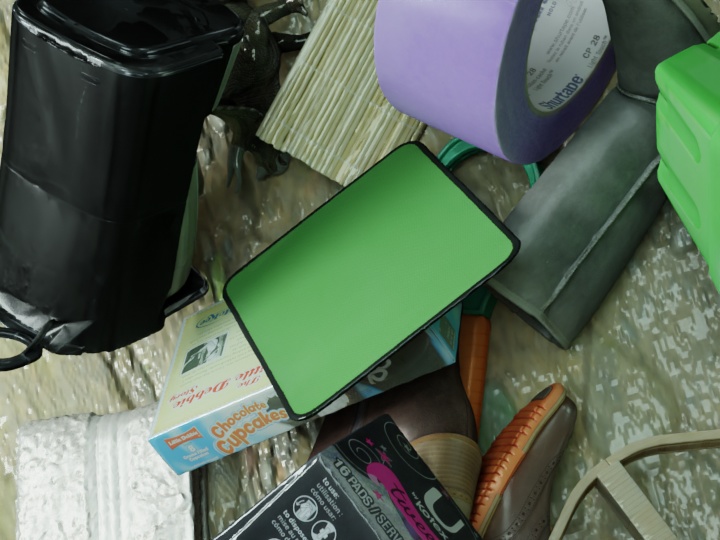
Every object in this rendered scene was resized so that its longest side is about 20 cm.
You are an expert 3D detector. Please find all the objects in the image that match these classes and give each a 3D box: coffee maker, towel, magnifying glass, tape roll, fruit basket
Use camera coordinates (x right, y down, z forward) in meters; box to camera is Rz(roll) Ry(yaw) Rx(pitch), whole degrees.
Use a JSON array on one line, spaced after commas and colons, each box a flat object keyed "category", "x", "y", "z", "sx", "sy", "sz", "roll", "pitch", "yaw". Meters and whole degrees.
[{"category": "coffee maker", "x": -0.157, "y": -0.059, "z": 1.069, "sx": 0.134, "sy": 0.192, "sz": 0.201, "roll": 15, "pitch": 121, "yaw": 5}, {"category": "towel", "x": -0.161, "y": 0.185, "z": 1.128, "sx": 0.132, "sy": 0.034, "sz": 0.201, "roll": -9, "pitch": 73, "yaw": 16}, {"category": "magnifying glass", "x": 0.071, "y": 0.008, "z": 1.100, "sx": 0.079, "sy": 0.022, "sz": 0.201, "roll": 2, "pitch": 78, "yaw": 23}, {"category": "tape roll", "x": 0.097, "y": -0.170, "z": 1.042, "sx": 0.085, "sy": 0.200, "sz": 0.201, "roll": 27, "pitch": 86, "yaw": 23}, {"category": "fruit basket", "x": 0.282, "y": -0.053, "z": 0.957, "sx": 0.215, "sy": 0.156, "sz": 0.216, "roll": -5, "pitch": 47, "yaw": 6}]

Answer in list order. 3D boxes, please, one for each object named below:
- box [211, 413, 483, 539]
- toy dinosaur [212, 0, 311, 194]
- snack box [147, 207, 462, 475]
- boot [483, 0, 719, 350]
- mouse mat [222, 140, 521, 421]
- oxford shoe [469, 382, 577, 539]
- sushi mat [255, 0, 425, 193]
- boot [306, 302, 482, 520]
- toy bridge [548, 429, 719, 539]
[{"category": "box", "x": 0.014, "y": 0.198, "z": 0.936, "sx": 0.132, "sy": 0.115, "sz": 0.200, "roll": -40, "pitch": 84, "yaw": 19}, {"category": "toy dinosaur", "x": -0.092, "y": -0.161, "z": 1.175, "sx": 0.102, "sy": 0.077, "sz": 0.200, "roll": -30, "pitch": 71, "yaw": -5}, {"category": "snack box", "x": -0.031, "y": 0.041, "z": 1.067, "sx": 0.199, "sy": 0.037, "sz": 0.116, "roll": -24, "pitch": 31, "yaw": 25}, {"category": "boot", "x": 0.132, "y": -0.072, "z": 1.028, "sx": 0.200, "sy": 0.182, "sz": 0.073, "roll": -44, "pitch": 34, "yaw": 2}, {"category": "mouse mat", "x": 0.000, "y": 0.000, "z": 1.045, "sx": 0.161, "sy": 0.008, "sz": 0.200, "roll": -38, "pitch": 29, "yaw": 1}, {"category": "oxford shoe", "x": 0.088, "y": 0.164, "z": 1.039, "sx": 0.073, "sy": 0.071, "sz": 0.201, "roll": 27, "pitch": 83, "yaw": -3}, {"category": "sushi mat", "x": 0.019, "y": -0.150, "z": 1.146, "sx": 0.095, "sy": 0.012, "sz": 0.201, "roll": 28, "pitch": 86, "yaw": -1}, {"category": "boot", "x": -0.007, "y": 0.119, "z": 1.080, "sx": 0.200, "sy": 0.072, "sz": 0.167, "roll": -30, "pitch": 45, "yaw": 33}, {"category": "toy bridge", "x": 0.155, "y": 0.138, "z": 1.002, "sx": 0.200, "sy": 0.027, "sz": 0.067, "roll": -33, "pitch": 69, "yaw": -8}]
